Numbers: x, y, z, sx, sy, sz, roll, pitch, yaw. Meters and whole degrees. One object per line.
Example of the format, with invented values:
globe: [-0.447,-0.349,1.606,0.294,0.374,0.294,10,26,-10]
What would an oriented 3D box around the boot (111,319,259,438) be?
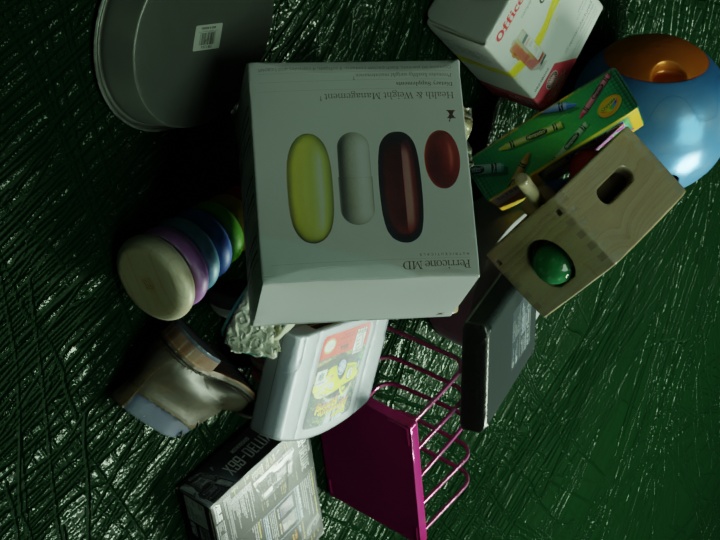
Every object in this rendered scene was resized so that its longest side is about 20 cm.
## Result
boot: [-0.168,0.121,1.560,0.097,0.075,0.200,-43,146,-1]

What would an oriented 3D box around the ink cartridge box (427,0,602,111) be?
ink cartridge box: [0.173,-0.281,1.740,0.145,0.083,0.200,-62,149,-2]

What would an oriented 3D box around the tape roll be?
tape roll: [0.168,0.004,1.954,0.200,0.066,0.200,-36,139,-39]

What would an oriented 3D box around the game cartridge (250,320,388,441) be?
game cartridge: [-0.038,0.104,1.635,0.200,0.041,0.133,-18,130,-57]

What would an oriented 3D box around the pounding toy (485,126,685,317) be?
pounding toy: [0.233,-0.063,1.766,0.200,0.142,0.184,-41,178,-35]

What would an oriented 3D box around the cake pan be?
cake pan: [-0.145,-0.210,1.368,0.200,0.037,0.200,-35,139,-39]

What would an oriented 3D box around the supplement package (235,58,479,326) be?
supplement package: [-0.007,-0.067,1.402,0.147,0.191,0.200,116,-30,-72]

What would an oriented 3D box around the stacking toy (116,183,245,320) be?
stacking toy: [-0.132,-0.034,1.478,0.200,0.085,0.085,-38,140,-42]

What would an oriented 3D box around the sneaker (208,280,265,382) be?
sneaker: [-0.092,0.070,1.616,0.201,0.067,0.108,1,108,-59]

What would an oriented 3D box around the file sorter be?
file sorter: [0.045,0.185,1.833,0.125,0.139,0.200,-42,142,-34]

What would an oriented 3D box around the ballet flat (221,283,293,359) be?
ballet flat: [-0.063,-0.005,1.505,0.072,0.072,0.200,29,85,-58]

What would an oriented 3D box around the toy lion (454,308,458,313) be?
toy lion: [0.000,0.000,1.626,0.200,0.192,0.069,-117,-151,-80]

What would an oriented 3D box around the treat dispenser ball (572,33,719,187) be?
treat dispenser ball: [0.360,-0.194,1.966,0.201,0.201,0.201,-35,138,-39]

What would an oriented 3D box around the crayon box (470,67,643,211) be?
crayon box: [0.225,-0.147,1.819,0.200,0.058,0.119,-32,170,9]

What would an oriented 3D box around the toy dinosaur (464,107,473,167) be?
toy dinosaur: [0.084,-0.090,1.662,0.200,0.047,0.088,120,-22,-53]

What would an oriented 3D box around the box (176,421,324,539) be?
box: [-0.116,0.265,1.736,0.158,0.050,0.200,-42,142,-33]

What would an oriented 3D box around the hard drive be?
hard drive: [0.163,0.080,1.839,0.200,0.033,0.140,-48,143,-57]
